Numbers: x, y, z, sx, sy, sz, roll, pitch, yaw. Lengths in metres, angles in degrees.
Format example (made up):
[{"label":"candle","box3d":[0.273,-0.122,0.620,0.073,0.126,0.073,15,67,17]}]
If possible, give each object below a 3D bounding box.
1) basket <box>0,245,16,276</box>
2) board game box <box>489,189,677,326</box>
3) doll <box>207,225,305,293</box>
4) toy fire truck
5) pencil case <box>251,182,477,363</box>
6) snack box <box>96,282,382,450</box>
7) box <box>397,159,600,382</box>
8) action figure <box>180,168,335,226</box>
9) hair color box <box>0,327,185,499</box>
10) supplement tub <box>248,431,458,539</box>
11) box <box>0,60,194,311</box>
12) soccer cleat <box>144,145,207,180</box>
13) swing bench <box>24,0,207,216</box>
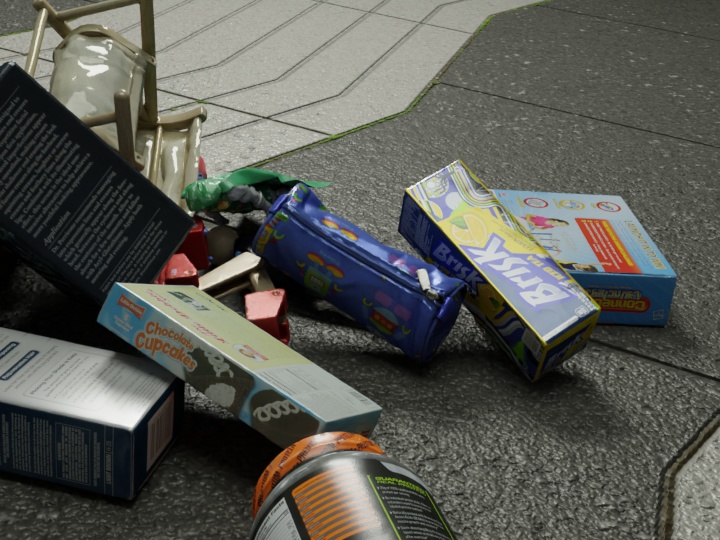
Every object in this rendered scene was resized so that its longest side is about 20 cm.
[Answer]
[{"label":"basket","box3d":[-0.377,-0.083,1.085,0.178,0.138,0.201,-16,33,-2]},{"label":"board game box","box3d":[0.198,-0.018,1.146,0.192,0.057,0.201,3,26,-5]},{"label":"doll","box3d":[-0.068,-0.008,1.081,0.197,0.049,0.137,16,34,20]},{"label":"toy fire truck","box3d":[-0.135,0.012,1.000,0.139,0.049,0.201,-6,32,-1]},{"label":"pencil case","box3d":[0.000,0.000,0.980,0.198,0.087,0.078,32,65,10]},{"label":"snack box","box3d":[-0.089,0.072,0.840,0.198,0.037,0.116,31,9,20]},{"label":"box","box3d":[0.121,-0.002,0.998,0.069,0.065,0.200,-29,62,-22]},{"label":"action figure","box3d":[-0.119,-0.074,1.129,0.117,0.056,0.199,-11,-3,26]},{"label":"hair color box","box3d":[-0.239,0.098,0.820,0.197,0.061,0.100,11,23,10]},{"label":"supplement tub","box3d":[0.006,0.186,0.622,0.121,0.124,0.200,-4,27,-17]},{"label":"box","box3d":[-0.264,-0.065,0.935,0.108,0.200,0.148,-54,27,-14]},{"label":"soccer cleat","box3d":[-0.270,-0.112,1.241,0.197,0.068,0.077,6,30,-5]},{"label":"swing bench","box3d":[-0.247,-0.151,1.127,0.128,0.201,0.201,-10,47,8]}]
